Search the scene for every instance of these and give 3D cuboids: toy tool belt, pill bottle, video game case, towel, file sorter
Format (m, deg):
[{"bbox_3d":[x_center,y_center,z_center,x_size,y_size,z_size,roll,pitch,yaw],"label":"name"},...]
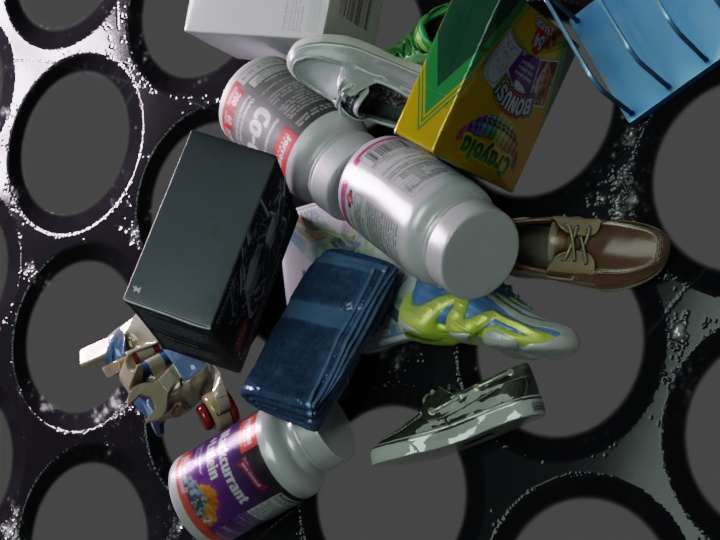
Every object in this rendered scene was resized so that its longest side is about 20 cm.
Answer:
[{"bbox_3d":[-0.238,0.134,1.668,0.122,0.126,0.200,-27,52,-19],"label":"toy tool belt"},{"bbox_3d":[-0.062,-0.148,1.618,0.200,0.113,0.115,41,102,36],"label":"pill bottle"},{"bbox_3d":[0.000,0.000,1.619,0.198,0.022,0.185,-15,73,28],"label":"video game case"},{"bbox_3d":[-0.107,0.215,1.592,0.199,0.111,0.113,-32,67,22],"label":"pill bottle"},{"bbox_3d":[-0.045,0.068,1.549,0.110,0.049,0.202,14,63,32],"label":"towel"},{"bbox_3d":[0.300,-0.271,1.430,0.199,0.122,0.140,-36,65,21],"label":"file sorter"},{"bbox_3d":[0.069,-0.054,1.476,0.114,0.113,0.200,-60,38,8],"label":"pill bottle"}]

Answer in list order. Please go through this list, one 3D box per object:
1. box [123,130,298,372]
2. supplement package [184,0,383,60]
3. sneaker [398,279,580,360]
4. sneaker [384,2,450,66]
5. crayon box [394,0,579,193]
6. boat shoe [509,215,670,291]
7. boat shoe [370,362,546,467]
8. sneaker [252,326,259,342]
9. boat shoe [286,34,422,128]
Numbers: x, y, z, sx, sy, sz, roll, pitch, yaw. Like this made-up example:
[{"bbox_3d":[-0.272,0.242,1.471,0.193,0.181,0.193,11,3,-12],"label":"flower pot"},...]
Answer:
[{"bbox_3d":[-0.156,-0.016,1.560,0.103,0.182,0.202,17,75,11],"label":"box"},{"bbox_3d":[-0.087,-0.312,1.671,0.198,0.116,0.119,9,86,31],"label":"supplement package"},{"bbox_3d":[0.137,0.031,1.497,0.197,0.076,0.107,8,77,19],"label":"sneaker"},{"bbox_3d":[0.071,-0.249,1.585,0.199,0.083,0.075,-33,67,23],"label":"sneaker"},{"bbox_3d":[0.133,-0.186,1.468,0.058,0.199,0.175,26,95,31],"label":"crayon box"},{"bbox_3d":[0.215,-0.020,1.464,0.197,0.072,0.077,-2,80,31],"label":"boat shoe"},{"bbox_3d":[0.097,0.154,1.510,0.198,0.071,0.065,-22,71,17],"label":"boat shoe"},{"bbox_3d":[-0.185,0.008,1.683,0.072,0.082,0.201,-48,60,36],"label":"sneaker"},{"bbox_3d":[0.007,-0.197,1.550,0.198,0.072,0.071,18,134,10],"label":"boat shoe"}]
